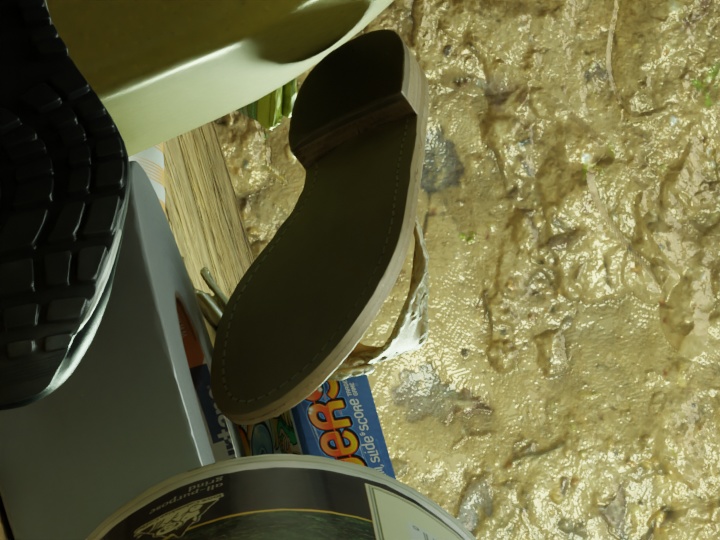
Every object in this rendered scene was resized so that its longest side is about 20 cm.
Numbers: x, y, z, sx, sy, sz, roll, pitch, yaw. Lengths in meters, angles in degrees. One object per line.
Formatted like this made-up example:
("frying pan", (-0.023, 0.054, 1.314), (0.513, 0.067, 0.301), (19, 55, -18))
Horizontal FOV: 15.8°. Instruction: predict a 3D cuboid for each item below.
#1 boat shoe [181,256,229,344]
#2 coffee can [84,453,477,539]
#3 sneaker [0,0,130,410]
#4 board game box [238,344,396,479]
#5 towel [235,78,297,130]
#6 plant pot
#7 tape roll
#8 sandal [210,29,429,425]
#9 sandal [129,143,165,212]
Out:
("boat shoe", (-0.058, 0.051, 1.126), (0.200, 0.062, 0.074), (72, 4, -56))
("coffee can", (-0.016, 0.143, 0.627), (0.200, 0.146, 0.147), (-106, 179, -77))
("sneaker", (-0.103, -0.017, 0.774), (0.200, 0.075, 0.088), (-106, -175, -49))
("board game box", (-0.034, 0.118, 1.042), (0.200, 0.034, 0.136), (116, -35, -50))
("towel", (-0.100, -0.144, 1.147), (0.200, 0.018, 0.086), (35, -43, 29))
("plant pot", (-0.075, -0.155, 0.991), (0.196, 0.199, 0.195), (79, -6, -87))
("tape roll", (-0.079, 0.066, 0.903), (0.200, 0.066, 0.201), (163, -90, -90))
("sandal", (0.005, -0.002, 0.973), (0.070, 0.077, 0.212), (52, 31, -30))
("sandal", (-0.120, -0.067, 1.140), (0.079, 0.059, 0.208), (67, 7, -84))
